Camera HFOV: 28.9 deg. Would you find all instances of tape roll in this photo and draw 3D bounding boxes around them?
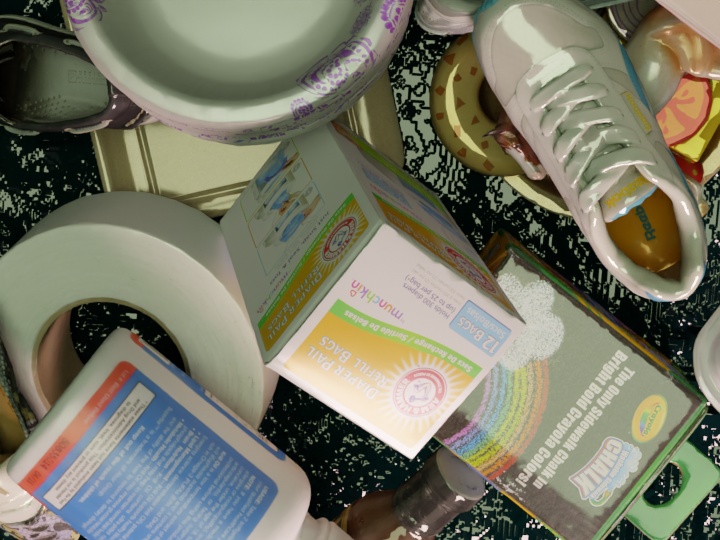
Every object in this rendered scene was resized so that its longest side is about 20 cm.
[{"bbox_3d":[-0.153,0.054,0.905,0.200,0.071,0.204,3,111,7],"label":"tape roll"}]

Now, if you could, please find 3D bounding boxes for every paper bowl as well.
[{"bbox_3d":[-0.066,-0.173,0.806,0.199,0.104,0.203,0,85,4],"label":"paper bowl"}]

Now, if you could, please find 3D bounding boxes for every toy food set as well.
[{"bbox_3d":[0.156,-0.131,0.893,0.199,0.049,0.199,28,98,0],"label":"toy food set"}]

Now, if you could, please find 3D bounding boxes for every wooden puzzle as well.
[{"bbox_3d":[-0.084,-0.134,0.918,0.198,0.037,0.187,-12,96,1],"label":"wooden puzzle"}]

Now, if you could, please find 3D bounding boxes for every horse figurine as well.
[{"bbox_3d":[0.188,-0.106,0.845,0.200,0.050,0.133,-43,98,11],"label":"horse figurine"}]

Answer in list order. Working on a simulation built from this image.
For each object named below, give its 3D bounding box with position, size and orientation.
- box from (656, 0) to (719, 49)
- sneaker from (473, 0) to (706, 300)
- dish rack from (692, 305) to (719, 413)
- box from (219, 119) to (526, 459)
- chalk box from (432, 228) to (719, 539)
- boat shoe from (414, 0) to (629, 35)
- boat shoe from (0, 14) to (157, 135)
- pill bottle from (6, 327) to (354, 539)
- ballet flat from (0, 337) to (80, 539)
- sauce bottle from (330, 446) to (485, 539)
[{"bbox_3d":[0.227,-0.232,0.761,0.127,0.109,0.202,25,62,-36],"label":"box"},{"bbox_3d":[0.135,-0.073,0.781,0.076,0.081,0.200,-34,106,13],"label":"sneaker"},{"bbox_3d":[0.311,0.048,0.855,0.172,0.044,0.200,46,61,-2],"label":"dish rack"},{"bbox_3d":[0.000,0.000,0.821,0.112,0.200,0.102,35,103,-24],"label":"box"},{"bbox_3d":[0.132,0.086,0.886,0.200,0.124,0.125,39,97,-3],"label":"chalk box"},{"bbox_3d":[0.128,-0.188,0.832,0.200,0.065,0.075,-20,81,-9],"label":"boat shoe"},{"bbox_3d":[-0.214,-0.120,0.884,0.199,0.060,0.075,12,106,26],"label":"boat shoe"},{"bbox_3d":[-0.100,0.137,0.830,0.200,0.112,0.112,40,98,-6],"label":"pill bottle"},{"bbox_3d":[-0.234,0.100,0.860,0.071,0.072,0.202,-18,107,6],"label":"ballet flat"},{"bbox_3d":[0.002,0.186,0.906,0.065,0.065,0.200,43,117,-2],"label":"sauce bottle"}]
